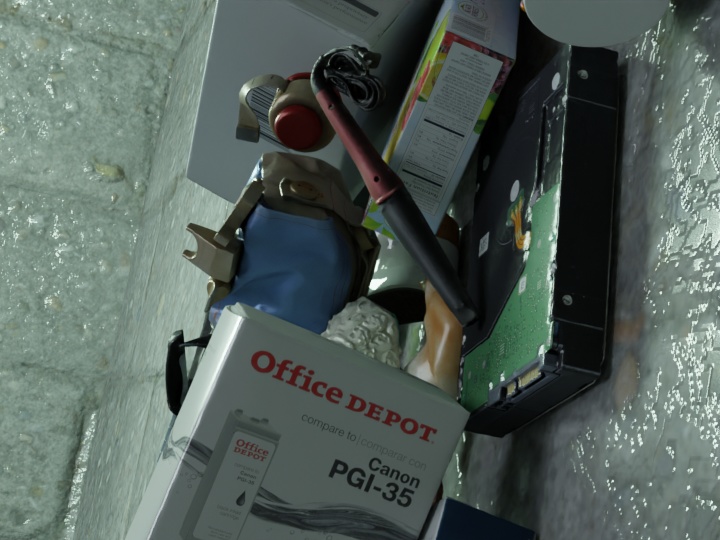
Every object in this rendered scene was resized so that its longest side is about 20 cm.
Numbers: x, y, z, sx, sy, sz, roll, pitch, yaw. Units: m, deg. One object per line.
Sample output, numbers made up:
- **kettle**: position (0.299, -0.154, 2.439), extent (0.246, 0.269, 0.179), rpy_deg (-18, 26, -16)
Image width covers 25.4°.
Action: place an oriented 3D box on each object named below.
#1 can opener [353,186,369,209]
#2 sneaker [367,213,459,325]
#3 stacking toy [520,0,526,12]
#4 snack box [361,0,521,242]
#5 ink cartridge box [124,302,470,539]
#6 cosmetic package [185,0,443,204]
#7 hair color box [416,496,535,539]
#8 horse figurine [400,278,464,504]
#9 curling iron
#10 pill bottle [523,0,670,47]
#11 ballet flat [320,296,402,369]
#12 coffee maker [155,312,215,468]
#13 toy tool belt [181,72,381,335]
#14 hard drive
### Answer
- **can opener**: position (0.001, 0.016, 1.254), extent (0.053, 0.066, 0.201), rpy_deg (151, 126, -69)
- **sneaker**: position (0.000, 0.000, 1.182), extent (0.200, 0.073, 0.085), rpy_deg (-9, 56, 43)
- **stacking toy**: position (0.109, -0.231, 1.020), extent (0.110, 0.116, 0.201), rpy_deg (124, 141, -55)
- **snack box**: position (0.058, -0.117, 1.069), extent (0.200, 0.053, 0.143), rpy_deg (-73, 7, -64)
- **ink cartridge box**: position (-0.046, 0.137, 0.904), extent (0.083, 0.146, 0.201), rpy_deg (-162, 95, -79)
- **cosmetic package**: position (-0.018, -0.166, 1.171), extent (0.200, 0.123, 0.200), rpy_deg (-51, -14, -42)
- **hair color box**: position (0.030, 0.210, 0.945), extent (0.200, 0.060, 0.100), rpy_deg (133, 157, -63)
- **horse figurine**: position (0.046, 0.061, 1.037), extent (0.201, 0.050, 0.133), rpy_deg (-63, 33, 20)
- **curling iron**: position (0.021, -0.054, 0.967), extent (0.050, 0.025, 0.201), rpy_deg (-41, 66, 42)
- **pill bottle**: position (0.126, -0.223, 0.875), extent (0.113, 0.112, 0.201), rpy_deg (123, 156, -53)
- **ballet flat**: position (-0.022, 0.108, 1.009), extent (0.072, 0.071, 0.201), rpy_deg (153, 130, -71)
- **coffee maker**: position (-0.101, 0.122, 1.463), extent (0.192, 0.134, 0.201), rpy_deg (-33, -35, -66)
- **toy tool belt**: position (-0.051, -0.016, 1.048), extent (0.123, 0.124, 0.201), rpy_deg (-71, -9, -54)
- **hard drive**: position (0.103, -0.015, 0.931), extent (0.140, 0.038, 0.201), rpy_deg (132, 149, -62)
